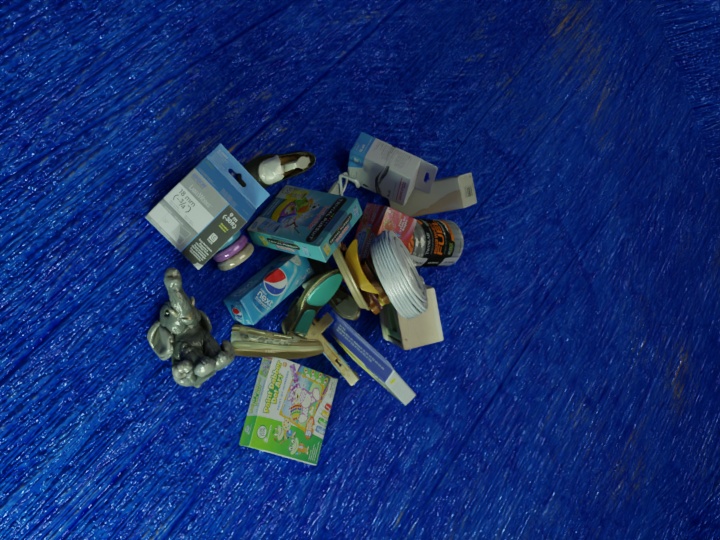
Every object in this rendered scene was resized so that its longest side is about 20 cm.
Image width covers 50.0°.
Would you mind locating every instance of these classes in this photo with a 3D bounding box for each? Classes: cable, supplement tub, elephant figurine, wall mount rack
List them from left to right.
[{"bbox_3d":[-0.338,0.114,1.482,0.201,0.155,0.141,57,12,7],"label":"elephant figurine"},{"bbox_3d":[-0.048,-0.123,1.799,0.201,0.074,0.174,-59,161,-27],"label":"wall mount rack"},{"bbox_3d":[0.083,0.008,1.682,0.201,0.069,0.201,58,12,-32],"label":"cable"},{"bbox_3d":[0.156,-0.069,1.948,0.199,0.122,0.124,-3,90,-43],"label":"supplement tub"}]

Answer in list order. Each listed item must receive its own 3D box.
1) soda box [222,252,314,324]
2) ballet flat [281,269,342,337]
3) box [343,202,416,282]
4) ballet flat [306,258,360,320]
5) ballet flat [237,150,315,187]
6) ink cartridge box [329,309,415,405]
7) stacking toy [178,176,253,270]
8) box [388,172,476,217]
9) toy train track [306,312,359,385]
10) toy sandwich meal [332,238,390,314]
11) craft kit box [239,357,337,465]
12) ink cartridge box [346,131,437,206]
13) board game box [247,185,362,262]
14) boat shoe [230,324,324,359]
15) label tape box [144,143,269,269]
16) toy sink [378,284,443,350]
[{"bbox_3d":[-0.194,0.034,1.651,0.200,0.068,0.065,-42,115,-36],"label":"soda box"},{"bbox_3d":[-0.112,0.065,1.673,0.070,0.071,0.201,16,114,-41],"label":"ballet flat"},{"bbox_3d":[0.041,-0.048,1.817,0.095,0.099,0.202,21,89,-31],"label":"box"},{"bbox_3d":[-0.066,0.038,1.722,0.067,0.200,0.046,-40,153,-7],"label":"ballet flat"},{"bbox_3d":[-0.176,-0.227,1.682,0.199,0.068,0.069,-28,107,-40],"label":"ballet flat"},{"bbox_3d":[0.018,0.198,1.716,0.047,0.197,0.200,-46,144,-5],"label":"ink cartridge box"},{"bbox_3d":[-0.299,-0.102,1.557,0.085,0.085,0.201,-43,112,-35],"label":"stacking toy"},{"bbox_3d":[0.176,-0.183,1.910,0.095,0.199,0.078,-24,104,-56],"label":"box"},{"bbox_3d":[-0.071,0.170,1.718,0.200,0.115,0.032,49,17,12],"label":"toy train track"},{"bbox_3d":[0.000,0.000,1.661,0.070,0.205,0.206,-26,110,3],"label":"toy sandwich meal"},{"bbox_3d":[-0.154,0.306,1.693,0.197,0.048,0.202,25,71,-37],"label":"craft kit box"},{"bbox_3d":[0.071,-0.229,1.812,0.199,0.116,0.068,25,62,7],"label":"ink cartridge box"},{"bbox_3d":[-0.119,-0.104,1.638,0.151,0.199,0.047,-54,141,-30],"label":"board game box"},{"bbox_3d":[-0.173,0.147,1.620,0.198,0.073,0.063,5,69,-14],"label":"boat shoe"},{"bbox_3d":[-0.293,-0.125,1.488,0.200,0.063,0.144,-45,103,0],"label":"label tape box"},{"bbox_3d":[0.108,0.104,1.885,0.111,0.200,0.132,-13,99,-13],"label":"toy sink"}]
